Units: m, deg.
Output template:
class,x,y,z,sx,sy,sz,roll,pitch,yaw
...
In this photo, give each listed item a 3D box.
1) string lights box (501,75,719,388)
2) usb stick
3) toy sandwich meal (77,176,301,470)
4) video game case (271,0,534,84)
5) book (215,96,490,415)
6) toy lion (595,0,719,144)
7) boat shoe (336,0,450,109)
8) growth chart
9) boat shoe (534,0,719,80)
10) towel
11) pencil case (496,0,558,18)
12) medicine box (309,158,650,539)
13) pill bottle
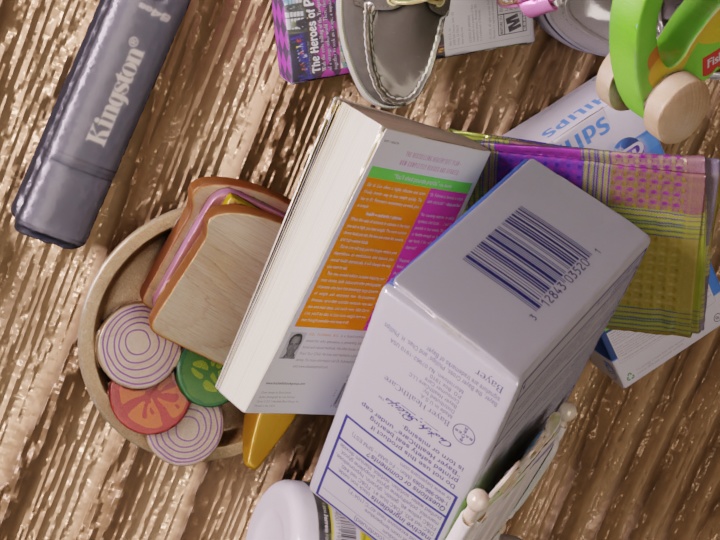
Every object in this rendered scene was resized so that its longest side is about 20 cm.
class,x,y,z,sx,sy,sz,roll,pitch,yaw
string lights box,0.184,-0.028,1.141,0.102,0.059,0.201,-31,114,-7
usb stick,-0.165,-0.110,1.008,0.055,0.033,0.202,22,98,-23
toy sandwich meal,-0.092,0.044,1.061,0.203,0.070,0.208,-6,108,-17
video game case,0.024,-0.236,1.031,0.179,0.036,0.202,-12,110,-17
book,0.000,0.000,1.015,0.133,0.048,0.202,9,110,-51
toy lion,0.238,-0.204,0.987,0.199,0.069,0.193,-32,138,-18
boat shoe,0.029,-0.199,0.991,0.071,0.060,0.204,-1,107,-19
growth chart,0.088,0.155,1.020,0.018,0.200,0.146,34,116,14
boat shoe,0.215,-0.171,1.100,0.198,0.070,0.072,14,102,-23
towel,0.146,-0.025,1.077,0.197,0.023,0.145,6,125,15
pencil case,0.105,-0.266,0.987,0.086,0.083,0.202,-24,115,-19
medicine box,0.075,0.062,1.018,0.182,0.102,0.201,-41,159,-44
pill bottle,0.022,0.221,1.134,0.198,0.112,0.114,13,102,-22
